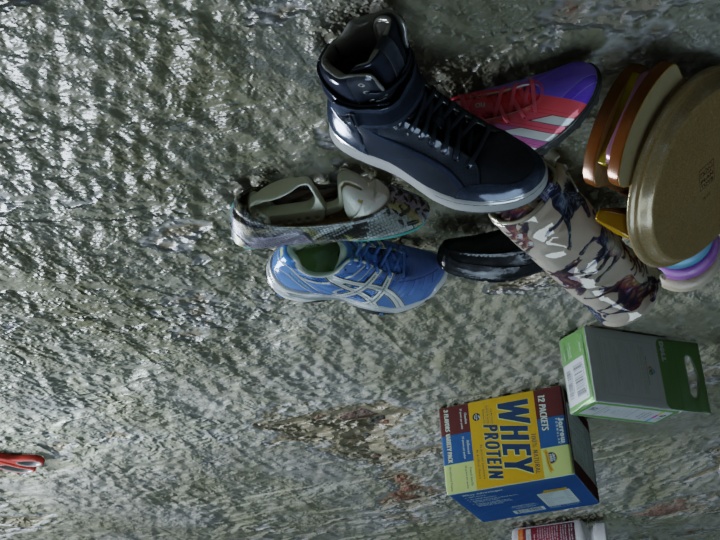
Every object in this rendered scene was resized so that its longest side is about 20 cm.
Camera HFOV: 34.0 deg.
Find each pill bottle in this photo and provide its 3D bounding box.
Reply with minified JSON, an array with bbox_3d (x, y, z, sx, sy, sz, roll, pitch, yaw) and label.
[{"bbox_3d":[0.423,0.587,2.478,0.197,0.115,0.113,-11,154,13],"label":"pill bottle"}]

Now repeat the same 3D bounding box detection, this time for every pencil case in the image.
[{"bbox_3d":[0.218,-0.027,1.166,0.089,0.078,0.199,-41,120,17],"label":"pencil case"}]

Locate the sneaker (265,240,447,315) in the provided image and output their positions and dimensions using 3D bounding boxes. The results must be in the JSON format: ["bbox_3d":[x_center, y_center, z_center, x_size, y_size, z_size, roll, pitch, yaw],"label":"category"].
[{"bbox_3d":[0.000,0.000,1.251,0.196,0.077,0.077,-1,159,-11],"label":"sneaker"}]

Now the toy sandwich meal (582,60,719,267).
[{"bbox_3d":[0.278,-0.098,1.052,0.070,0.207,0.204,29,180,41],"label":"toy sandwich meal"}]

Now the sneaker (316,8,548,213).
[{"bbox_3d":[0.055,-0.126,0.940,0.200,0.078,0.147,20,156,16],"label":"sneaker"}]

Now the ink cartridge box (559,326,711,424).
[{"bbox_3d":[0.367,0.143,1.574,0.197,0.106,0.059,8,152,-26],"label":"ink cartridge box"}]

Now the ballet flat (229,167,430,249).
[{"bbox_3d":[-0.031,-0.062,1.137,0.196,0.073,0.072,-6,154,1],"label":"ballet flat"}]

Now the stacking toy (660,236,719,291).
[{"bbox_3d":[0.313,-0.061,1.194,0.084,0.087,0.200,-13,146,18],"label":"stacking toy"}]

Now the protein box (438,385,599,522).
[{"bbox_3d":[0.245,0.286,1.808,0.195,0.137,0.200,-13,153,17],"label":"protein box"}]

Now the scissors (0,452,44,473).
[{"bbox_3d":[-0.576,0.286,1.808,0.073,0.014,0.198,-23,150,37],"label":"scissors"}]

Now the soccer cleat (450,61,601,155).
[{"bbox_3d":[0.115,-0.131,1.023,0.198,0.069,0.073,-25,136,35],"label":"soccer cleat"}]

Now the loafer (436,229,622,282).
[{"bbox_3d":[0.178,-0.032,1.241,0.197,0.068,0.072,-4,118,-5],"label":"loafer"}]
